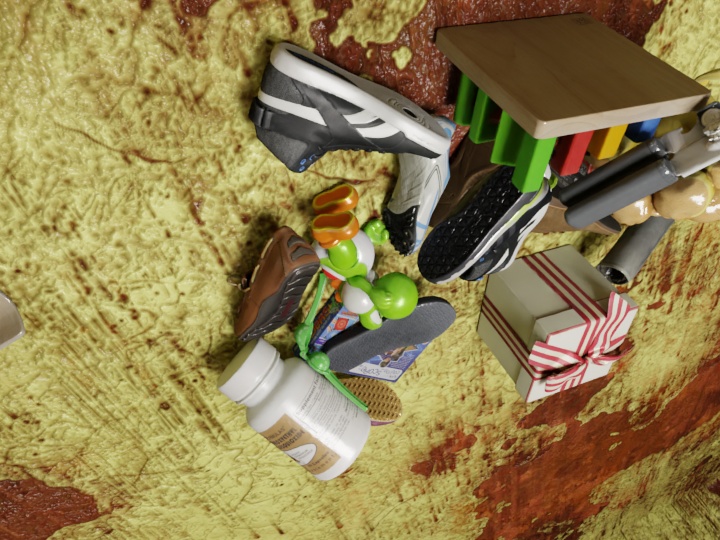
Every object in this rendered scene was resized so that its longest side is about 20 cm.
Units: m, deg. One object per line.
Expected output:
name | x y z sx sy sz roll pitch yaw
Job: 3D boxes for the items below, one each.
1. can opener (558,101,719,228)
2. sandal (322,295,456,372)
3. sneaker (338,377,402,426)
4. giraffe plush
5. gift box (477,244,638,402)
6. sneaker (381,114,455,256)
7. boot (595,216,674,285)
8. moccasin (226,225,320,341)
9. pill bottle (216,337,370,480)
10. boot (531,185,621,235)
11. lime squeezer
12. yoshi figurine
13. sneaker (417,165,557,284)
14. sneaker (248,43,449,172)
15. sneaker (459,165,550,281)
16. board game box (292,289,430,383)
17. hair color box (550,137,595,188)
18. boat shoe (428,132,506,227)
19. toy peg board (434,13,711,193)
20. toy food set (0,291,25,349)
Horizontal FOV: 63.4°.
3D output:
can opener | 0.299 -0.100 0.585 0.066 0.053 0.200 23 141 -39
sandal | 0.037 0.081 0.835 0.200 0.043 0.076 -21 128 4
sneaker | -0.033 0.220 0.942 0.200 0.075 0.090 11 144 -17
giraffe plush | 0.381 -0.120 0.684 0.172 0.200 0.162 -8 148 41
gift box | 0.302 0.080 0.916 0.184 0.187 0.200 -18 136 -13
sneaker | 0.075 -0.097 0.720 0.072 0.072 0.200 -22 142 -28
boot | 0.443 -0.078 0.876 0.200 0.073 0.182 -44 158 -3
moccasin | -0.117 0.022 0.720 0.074 0.078 0.201 -20 157 -33
pill bottle | -0.093 0.187 0.805 0.200 0.114 0.114 42 105 -13
boot | 0.304 -0.085 0.864 0.200 0.074 0.075 14 137 -29
lime squeezer | -0.050 0.106 0.804 0.071 0.038 0.200 -17 95 -4
yoshi figurine | 0.014 -0.006 0.729 0.112 0.112 0.200 -41 133 -20
sneaker | 0.161 -0.047 0.722 0.083 0.072 0.200 18 129 -45
sneaker | -0.017 -0.140 0.606 0.200 0.073 0.112 22 122 -18
sneaker | 0.181 -0.061 0.785 0.112 0.073 0.200 -24 141 -35
board game box | 0.015 0.102 0.889 0.200 0.034 0.135 20 117 -38
hair color box | 0.354 -0.160 0.787 0.200 0.102 0.061 -15 133 -17
boat shoe | 0.158 -0.130 0.738 0.063 0.073 0.200 13 133 -43
toy peg board | 0.205 -0.180 0.620 0.199 0.200 0.098 -13 138 -18
toy food set | -0.457 0.038 0.558 0.143 0.060 0.200 -30 137 -1
